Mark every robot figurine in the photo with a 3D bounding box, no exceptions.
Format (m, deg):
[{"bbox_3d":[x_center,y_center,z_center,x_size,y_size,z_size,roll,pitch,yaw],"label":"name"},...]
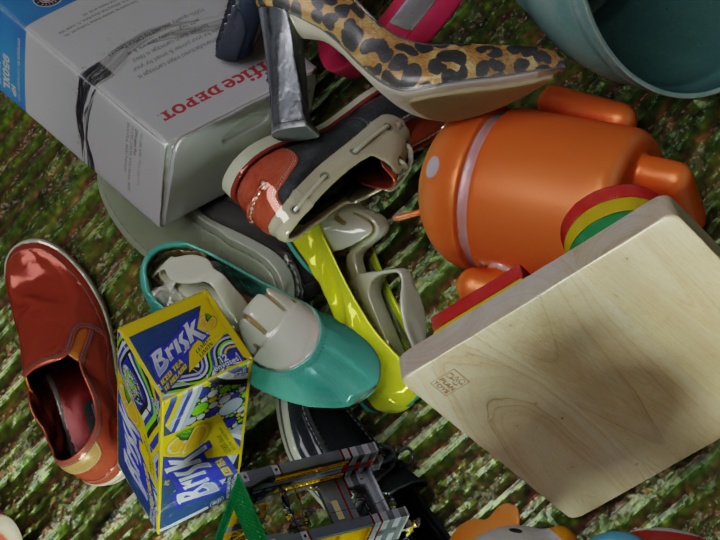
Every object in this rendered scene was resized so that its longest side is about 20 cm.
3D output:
[{"bbox_3d":[0.122,-0.045,1.457,0.199,0.116,0.145,12,101,28],"label":"robot figurine"}]

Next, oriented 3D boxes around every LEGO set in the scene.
[{"bbox_3d":[-0.012,0.207,1.412,0.200,0.115,0.154,58,148,38],"label":"LEGO set"}]

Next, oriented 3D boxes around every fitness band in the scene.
[{"bbox_3d":[0.032,-0.216,1.528,0.200,0.037,0.144,-46,34,43],"label":"fitness band"}]

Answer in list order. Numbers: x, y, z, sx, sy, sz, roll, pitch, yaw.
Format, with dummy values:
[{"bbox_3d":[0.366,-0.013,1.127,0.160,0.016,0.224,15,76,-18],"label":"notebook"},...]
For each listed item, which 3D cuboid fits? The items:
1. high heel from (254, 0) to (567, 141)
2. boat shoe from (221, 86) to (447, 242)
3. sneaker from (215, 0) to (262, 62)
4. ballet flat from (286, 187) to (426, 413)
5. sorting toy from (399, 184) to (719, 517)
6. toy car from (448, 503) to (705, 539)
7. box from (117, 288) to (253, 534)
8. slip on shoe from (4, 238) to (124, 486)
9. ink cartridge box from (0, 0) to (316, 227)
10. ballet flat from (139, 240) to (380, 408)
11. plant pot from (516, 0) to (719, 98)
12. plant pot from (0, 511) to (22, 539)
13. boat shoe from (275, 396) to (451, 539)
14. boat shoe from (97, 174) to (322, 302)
[{"bbox_3d":[0.029,-0.168,1.441,0.199,0.071,0.144,-8,74,9],"label":"high heel"},{"bbox_3d":[-0.003,-0.074,1.499,0.063,0.199,0.071,42,135,24],"label":"boat shoe"},{"bbox_3d":[-0.031,-0.221,1.516,0.082,0.070,0.201,25,108,-10],"label":"sneaker"},{"bbox_3d":[0.000,0.000,1.530,0.067,0.067,0.201,-32,76,34],"label":"ballet flat"},{"bbox_3d":[0.155,0.042,1.388,0.198,0.200,0.070,-32,42,20],"label":"sorting toy"},{"bbox_3d":[0.124,0.205,1.378,0.200,0.184,0.177,41,98,39],"label":"toy car"},{"bbox_3d":[-0.121,0.099,1.501,0.070,0.200,0.064,-25,64,-20],"label":"box"},{"bbox_3d":[-0.220,0.063,1.634,0.074,0.061,0.201,-28,67,20],"label":"slip on shoe"},{"bbox_3d":[-0.151,-0.140,1.590,0.200,0.144,0.085,40,141,27],"label":"ink cartridge box"},{"bbox_3d":[-0.077,0.034,1.498,0.199,0.070,0.068,25,73,33],"label":"ballet flat"},{"bbox_3d":[0.173,-0.215,1.444,0.134,0.200,0.202,11,83,54],"label":"plant pot"},{"bbox_3d":[-0.350,0.227,1.601,0.176,0.200,0.202,9,83,19],"label":"plant pot"},{"bbox_3d":[0.011,0.148,1.492,0.062,0.074,0.201,-42,69,32],"label":"boat shoe"},{"bbox_3d":[-0.108,-0.031,1.602,0.201,0.060,0.072,36,127,29],"label":"boat shoe"}]
